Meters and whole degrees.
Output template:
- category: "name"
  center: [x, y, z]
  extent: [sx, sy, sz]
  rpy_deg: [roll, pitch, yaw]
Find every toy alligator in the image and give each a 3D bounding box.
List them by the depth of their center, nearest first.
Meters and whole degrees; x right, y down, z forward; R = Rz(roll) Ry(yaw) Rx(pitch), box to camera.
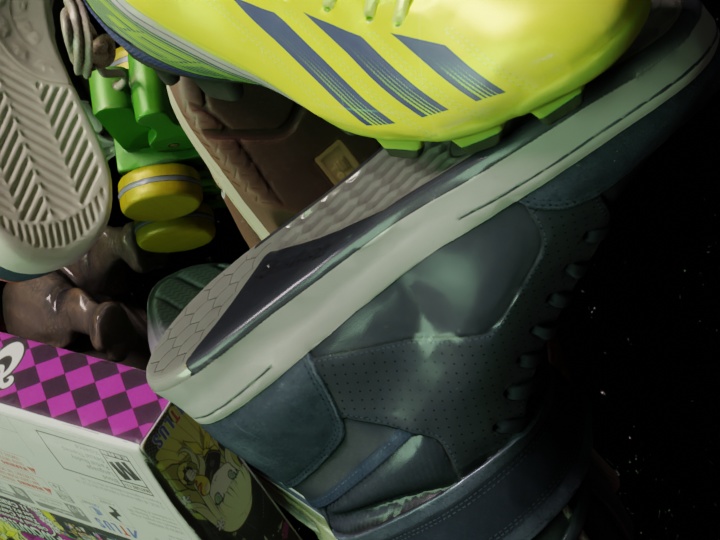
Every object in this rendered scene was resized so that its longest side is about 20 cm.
- category: "toy alligator"
  center: [-0.064, -0.054, 0.826]
  extent: [0.200, 0.054, 0.059]
  rpy_deg: [81, 180, -73]

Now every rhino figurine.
- category: "rhino figurine"
  center: [-0.090, 0.071, 0.978]
  extent: [0.087, 0.060, 0.200]
  rpy_deg: [4, 122, 48]

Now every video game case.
- category: "video game case"
  center: [-0.105, 0.090, 0.901]
  extent: [0.200, 0.036, 0.181]
  rpy_deg: [12, 146, 40]

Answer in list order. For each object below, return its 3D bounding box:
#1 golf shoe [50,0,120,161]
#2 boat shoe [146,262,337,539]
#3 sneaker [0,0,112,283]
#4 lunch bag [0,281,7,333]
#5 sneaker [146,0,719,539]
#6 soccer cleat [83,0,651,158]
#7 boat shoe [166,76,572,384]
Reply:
- category: "golf shoe"
  center: [-0.122, -0.069, 0.931]
  extent: [0.092, 0.072, 0.200]
  rpy_deg: [44, 142, 33]
- category: "boat shoe"
  center: [-0.012, 0.069, 0.849]
  extent: [0.200, 0.072, 0.062]
  rpy_deg: [40, 145, 37]
- category: "sneaker"
  center: [-0.149, -0.090, 0.855]
  extent: [0.084, 0.075, 0.201]
  rpy_deg: [-27, 72, 62]
- category: "lunch bag"
  center: [-0.220, -0.040, 1.021]
  extent: [0.200, 0.082, 0.177]
  rpy_deg: [69, -179, -73]
- category: "sneaker"
  center: [0.057, 0.020, 0.675]
  extent: [0.202, 0.077, 0.146]
  rpy_deg: [-37, 107, 29]
- category: "soccer cleat"
  center: [-0.012, -0.083, 0.633]
  extent: [0.200, 0.065, 0.084]
  rpy_deg: [12, 146, 44]
- category: "boat shoe"
  center: [0.005, -0.004, 0.772]
  extent: [0.203, 0.075, 0.075]
  rpy_deg: [60, 171, -10]
